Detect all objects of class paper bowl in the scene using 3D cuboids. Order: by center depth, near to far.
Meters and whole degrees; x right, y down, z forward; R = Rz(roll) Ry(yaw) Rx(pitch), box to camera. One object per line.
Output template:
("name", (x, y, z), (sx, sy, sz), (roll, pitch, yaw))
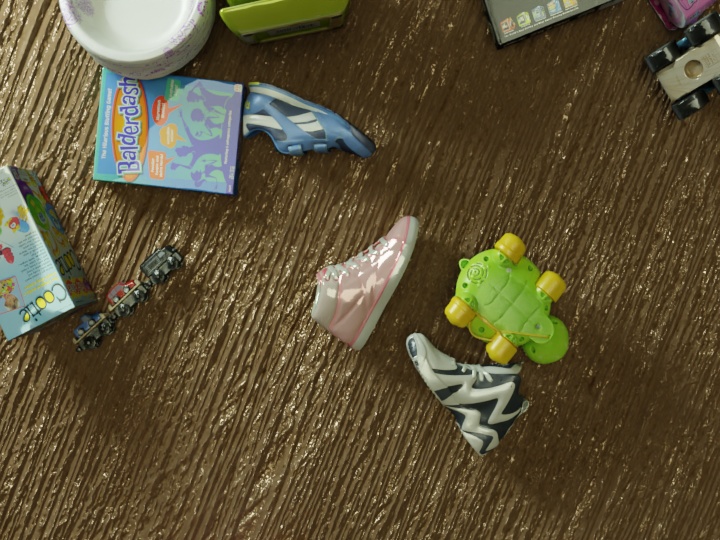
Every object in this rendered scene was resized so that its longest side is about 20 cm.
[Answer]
("paper bowl", (-0.290, -0.358, 1.105), (0.195, 0.104, 0.206), (0, 83, 1))

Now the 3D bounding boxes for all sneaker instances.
("sneaker", (-0.074, -0.190, 1.143), (0.196, 0.074, 0.084), (23, 94, 5))
("sneaker", (0.000, 0.000, 1.147), (0.103, 0.075, 0.203), (28, 96, -7))
("sneaker", (0.160, 0.144, 1.156), (0.129, 0.079, 0.201), (-37, 93, -1))

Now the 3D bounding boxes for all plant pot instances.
("plant pot", (-0.105, -0.403, 1.075), (0.195, 0.199, 0.186), (-12, 99, -1))

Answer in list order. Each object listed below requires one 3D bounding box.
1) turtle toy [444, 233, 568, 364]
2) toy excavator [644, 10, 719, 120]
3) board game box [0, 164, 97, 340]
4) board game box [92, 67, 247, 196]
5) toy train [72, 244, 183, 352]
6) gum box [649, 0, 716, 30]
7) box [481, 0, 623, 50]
("turtle toy", (0.209, 0.053, 1.142), (0.199, 0.101, 0.146), (41, 89, -3))
("toy excavator", (0.513, -0.319, 1.141), (0.193, 0.199, 0.101), (-31, 95, 44))
("board game box", (-0.458, -0.024, 1.122), (0.103, 0.103, 0.204), (-25, 92, 0))
("board game box", (-0.263, -0.190, 1.149), (0.195, 0.045, 0.156), (5, 92, -1))
("toy train", (-0.331, 0.038, 1.162), (0.200, 0.034, 0.046), (-44, 89, 0))
("gum box", (0.434, -0.447, 1.145), (0.112, 0.066, 0.202), (-35, 92, -1))
("box", (0.256, -0.420, 1.142), (0.196, 0.049, 0.165), (-18, 92, 7))
